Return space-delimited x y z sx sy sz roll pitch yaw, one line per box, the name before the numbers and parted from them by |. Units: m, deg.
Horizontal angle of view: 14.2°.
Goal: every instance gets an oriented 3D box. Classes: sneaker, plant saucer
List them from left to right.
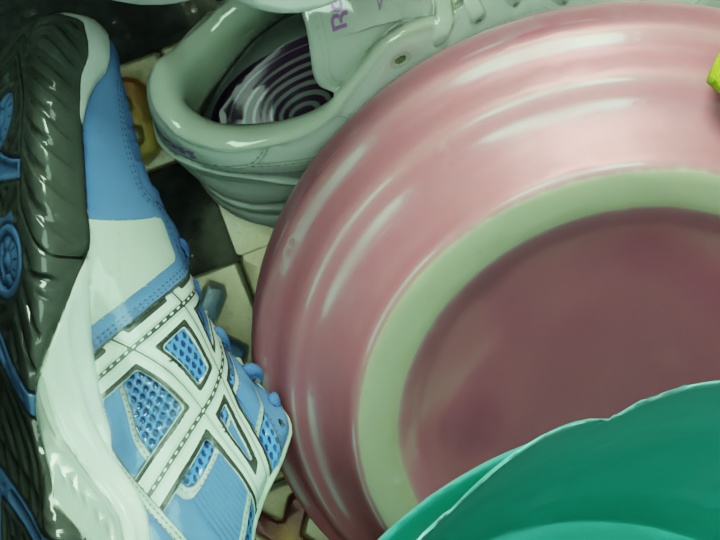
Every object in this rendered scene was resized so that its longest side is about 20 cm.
sneaker | -0.066 0.029 0.786 0.077 0.076 0.201 -4 85 -29
sneaker | 0.033 -0.071 0.793 0.199 0.100 0.075 -28 73 11
plant saucer | 0.071 0.026 0.793 0.200 0.051 0.201 -3 122 -5

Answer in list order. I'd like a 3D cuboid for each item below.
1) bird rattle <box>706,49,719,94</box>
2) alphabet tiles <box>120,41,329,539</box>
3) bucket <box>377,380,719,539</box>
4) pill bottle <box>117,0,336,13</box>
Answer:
bird rattle | 0.172 -0.105 0.771 0.163 0.113 0.200 37 45 -24
alphabet tiles | 0.000 0.000 0.861 0.199 0.008 0.168 -21 89 -1
bucket | 0.073 0.137 0.705 0.206 0.135 0.208 2 76 -9
pill bottle | -0.075 -0.137 0.761 0.200 0.113 0.113 27 89 41
